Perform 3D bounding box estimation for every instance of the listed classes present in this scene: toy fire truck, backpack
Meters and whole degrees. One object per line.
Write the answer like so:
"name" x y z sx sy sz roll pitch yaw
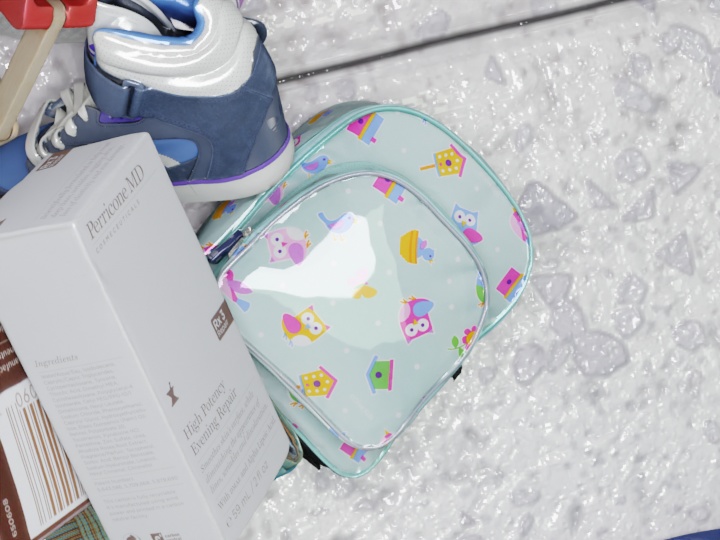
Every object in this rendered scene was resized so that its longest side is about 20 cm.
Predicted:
"toy fire truck" -0.218 -0.112 1.115 0.049 0.141 0.201 -11 130 -46
"backpack" 0.000 0.000 1.209 0.176 0.153 0.200 43 79 -9

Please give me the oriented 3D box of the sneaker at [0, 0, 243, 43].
"sneaker" -0.158 -0.192 1.195 0.199 0.073 0.115 11 52 4

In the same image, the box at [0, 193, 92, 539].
"box" -0.247 0.064 1.100 0.199 0.166 0.165 -11 102 26

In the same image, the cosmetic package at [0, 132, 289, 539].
"cosmetic package" -0.116 0.042 1.065 0.074 0.102 0.201 -10 117 25

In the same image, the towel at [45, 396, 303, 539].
"towel" -0.143 0.085 1.182 0.199 0.022 0.147 -26 104 33

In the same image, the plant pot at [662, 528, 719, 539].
"plant pot" 0.183 0.280 1.265 0.179 0.200 0.201 -3 98 -8

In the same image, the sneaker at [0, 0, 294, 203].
"sneaker" -0.143 -0.102 1.140 0.199 0.081 0.147 -6 135 17
